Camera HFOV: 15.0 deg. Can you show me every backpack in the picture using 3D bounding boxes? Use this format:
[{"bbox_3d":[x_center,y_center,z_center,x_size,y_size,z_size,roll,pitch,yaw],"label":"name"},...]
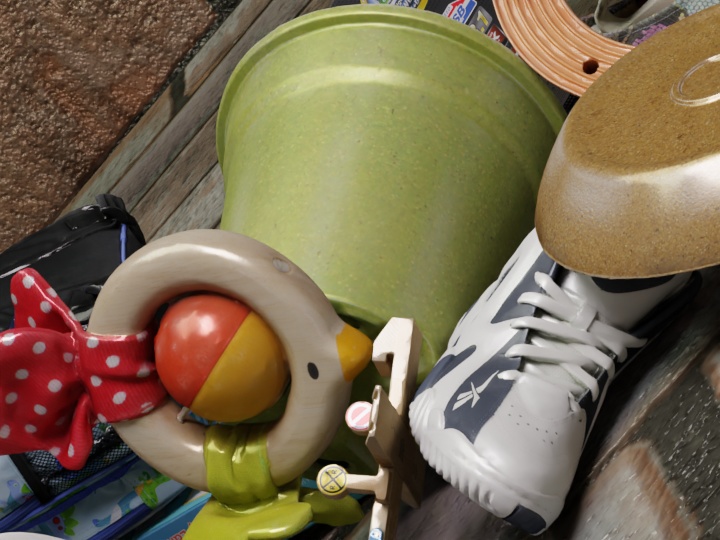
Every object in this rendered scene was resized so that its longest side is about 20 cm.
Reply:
[{"bbox_3d":[-0.185,0.081,1.518,0.200,0.147,0.183,-29,20,3],"label":"backpack"}]

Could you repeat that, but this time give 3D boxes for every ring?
[{"bbox_3d":[0.163,-0.165,1.395,0.200,0.019,0.201,-10,60,17],"label":"ring"}]

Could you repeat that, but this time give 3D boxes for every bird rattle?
[{"bbox_3d":[-0.078,0.051,1.292,0.163,0.200,0.113,-55,-13,27],"label":"bird rattle"}]

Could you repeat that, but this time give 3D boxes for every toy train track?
[{"bbox_3d":[-0.002,0.118,1.198,0.115,0.032,0.201,61,-146,-66],"label":"toy train track"}]

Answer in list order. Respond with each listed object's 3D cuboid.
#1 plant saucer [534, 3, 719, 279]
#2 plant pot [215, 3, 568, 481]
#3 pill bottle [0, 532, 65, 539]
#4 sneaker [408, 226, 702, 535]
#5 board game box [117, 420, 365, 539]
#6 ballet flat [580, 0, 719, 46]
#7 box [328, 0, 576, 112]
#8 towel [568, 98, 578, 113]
[{"bbox_3d":[0.159,-0.071,1.184,0.200,0.036,0.200,-24,25,12],"label":"plant saucer"},{"bbox_3d":[0.000,0.000,1.390,0.200,0.200,0.185,-40,21,40],"label":"plant pot"},{"bbox_3d":[-0.177,0.241,1.358,0.113,0.113,0.201,-82,13,-68],"label":"pill bottle"},{"bbox_3d":[0.093,0.026,1.213,0.130,0.079,0.199,-55,-1,21],"label":"sneaker"},{"bbox_3d":[-0.075,0.114,1.546,0.200,0.047,0.151,-31,20,23],"label":"board game box"},{"bbox_3d":[0.180,-0.160,1.475,0.200,0.071,0.069,-38,12,45],"label":"ballet flat"},{"bbox_3d":[0.030,-0.089,1.552,0.160,0.044,0.200,51,123,35],"label":"box"},{"bbox_3d":[0.078,-0.065,1.622,0.200,0.049,0.112,-34,19,54],"label":"towel"}]
